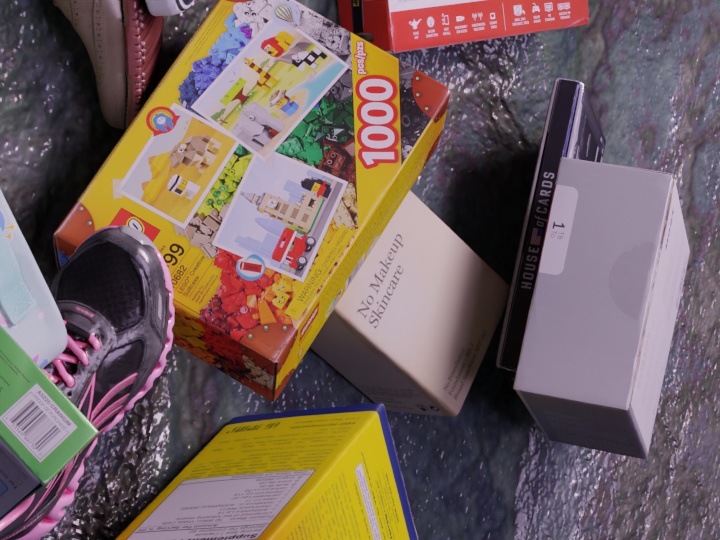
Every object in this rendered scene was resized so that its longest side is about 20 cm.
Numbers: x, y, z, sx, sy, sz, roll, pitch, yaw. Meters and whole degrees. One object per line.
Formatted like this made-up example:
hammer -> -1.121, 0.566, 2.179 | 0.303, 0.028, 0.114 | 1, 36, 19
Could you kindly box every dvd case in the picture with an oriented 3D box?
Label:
dvd case -> 0.133, -0.016, 1.570 | 0.150, 0.025, 0.201 | 48, 54, -73

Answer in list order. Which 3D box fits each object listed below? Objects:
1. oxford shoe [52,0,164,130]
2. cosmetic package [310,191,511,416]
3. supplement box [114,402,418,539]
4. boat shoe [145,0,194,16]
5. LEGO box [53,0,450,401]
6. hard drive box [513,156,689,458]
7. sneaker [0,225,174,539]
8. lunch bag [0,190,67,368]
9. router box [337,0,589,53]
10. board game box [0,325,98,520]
oxford shoe -> -0.157, -0.172, 1.314 | 0.070, 0.075, 0.201 | -78, 165, -65
cosmetic package -> 0.000, 0.000, 1.459 | 0.200, 0.073, 0.104 | 41, 63, -38
supplement box -> -0.055, 0.170, 1.341 | 0.200, 0.109, 0.110 | -45, 124, -60
boat shoe -> -0.072, -0.221, 1.339 | 0.200, 0.068, 0.074 | -67, 156, -46
LEGO box -> -0.061, -0.050, 1.329 | 0.200, 0.149, 0.077 | -58, 172, -21
hard drive box -> 0.164, 0.029, 1.514 | 0.200, 0.077, 0.156 | 55, 47, -73
sneaker -> -0.168, 0.069, 1.235 | 0.200, 0.079, 0.095 | -63, 169, 9
lunch bag -> -0.242, -0.021, 1.159 | 0.077, 0.160, 0.200 | -44, 121, -34
router box -> 0.065, -0.243, 1.525 | 0.200, 0.049, 0.180 | -14, 102, -43
board game box -> -0.226, 0.066, 1.120 | 0.153, 0.200, 0.040 | 48, 56, -3
